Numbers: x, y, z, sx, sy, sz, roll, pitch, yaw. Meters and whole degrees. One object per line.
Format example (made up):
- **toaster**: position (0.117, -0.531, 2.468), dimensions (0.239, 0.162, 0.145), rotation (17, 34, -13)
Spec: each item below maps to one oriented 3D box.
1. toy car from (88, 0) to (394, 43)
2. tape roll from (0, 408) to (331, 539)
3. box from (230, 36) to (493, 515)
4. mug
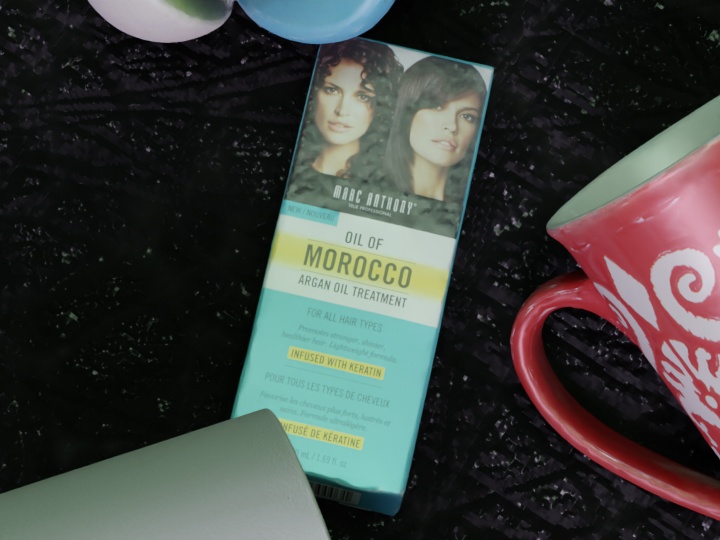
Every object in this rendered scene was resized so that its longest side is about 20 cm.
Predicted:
- **toy car**: position (-0.029, -0.180, 0.965), dimensions (0.150, 0.175, 0.201), rotation (35, 31, -32)
- **tape roll**: position (-0.069, 0.168, 0.834), dimensions (0.138, 0.203, 0.204), rotation (-18, 76, -9)
- **box**: position (0.000, 0.000, 0.965), dimensions (0.082, 0.049, 0.201), rotation (12, 74, 0)
- **mug**: position (0.176, 0.034, 0.932), dimensions (0.133, 0.177, 0.201), rotation (-37, 95, -34)
